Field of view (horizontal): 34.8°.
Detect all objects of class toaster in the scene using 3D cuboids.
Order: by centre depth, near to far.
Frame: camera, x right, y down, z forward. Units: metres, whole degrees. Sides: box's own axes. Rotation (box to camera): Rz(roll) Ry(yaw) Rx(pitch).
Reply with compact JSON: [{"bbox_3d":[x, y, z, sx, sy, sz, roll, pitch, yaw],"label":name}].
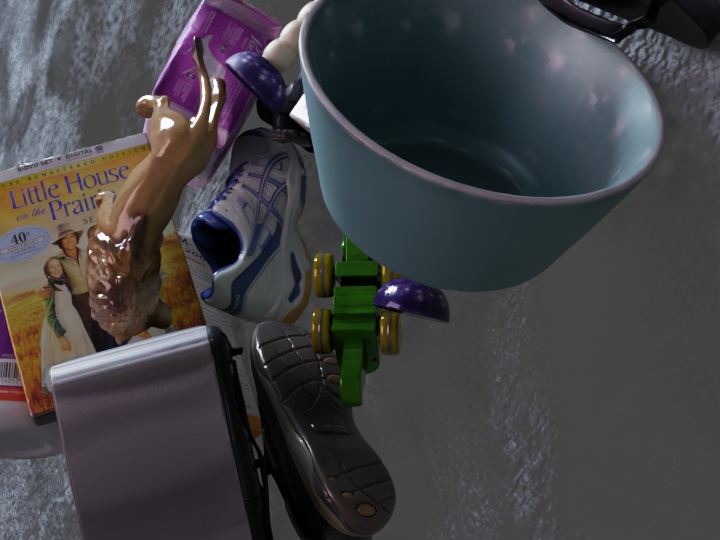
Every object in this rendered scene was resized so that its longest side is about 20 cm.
[{"bbox_3d":[-0.121,0.134,0.747,0.200,0.117,0.184,168,89,-80],"label":"toaster"}]

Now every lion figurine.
[{"bbox_3d":[-0.145,-0.056,0.814,0.123,0.072,0.202,-110,39,-59],"label":"lion figurine"}]

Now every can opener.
[{"bbox_3d":[-0.017,-0.127,0.863,0.199,0.063,0.080,14,88,59],"label":"can opener"}]

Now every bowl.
[{"bbox_3d":[0.055,-0.066,0.630,0.106,0.198,0.202,106,156,-43],"label":"bowl"}]

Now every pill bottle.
[{"bbox_3d":[-0.275,0.045,0.937,0.112,0.111,0.203,-30,53,49],"label":"pill bottle"}]

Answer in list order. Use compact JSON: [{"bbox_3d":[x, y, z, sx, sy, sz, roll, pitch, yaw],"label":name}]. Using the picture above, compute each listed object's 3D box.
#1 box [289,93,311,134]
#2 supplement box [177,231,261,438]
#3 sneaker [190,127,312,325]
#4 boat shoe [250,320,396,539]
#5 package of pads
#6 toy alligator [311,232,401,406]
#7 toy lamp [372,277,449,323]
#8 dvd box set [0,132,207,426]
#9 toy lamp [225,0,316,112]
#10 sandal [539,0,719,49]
[{"bbox_3d":[0.029,-0.171,0.774,0.201,0.041,0.039,-54,39,-2],"label":"box"},{"bbox_3d":[-0.169,0.078,0.961,0.126,0.073,0.202,-38,52,21],"label":"supplement box"},{"bbox_3d":[-0.093,-0.048,0.930,0.075,0.087,0.202,-50,38,37],"label":"sneaker"},{"bbox_3d":[-0.043,0.116,0.791,0.074,0.074,0.201,-59,34,27],"label":"boat shoe"},{"bbox_3d":[-0.130,-0.145,0.968,0.122,0.075,0.200,-64,8,-10],"label":"package of pads"},{"bbox_3d":[0.000,0.000,0.796,0.054,0.058,0.203,74,-164,-68],"label":"toy alligator"},{"bbox_3d":[0.054,-0.071,0.733,0.058,0.058,0.203,5,82,58],"label":"toy lamp"},{"bbox_3d":[-0.205,0.002,0.885,0.029,0.144,0.202,104,148,-67],"label":"dvd box set"},{"bbox_3d":[-0.011,-0.204,0.827,0.200,0.058,0.058,-49,34,0],"label":"toy lamp"},{"bbox_3d":[0.108,-0.156,0.624,0.199,0.076,0.043,32,91,36],"label":"sandal"}]
